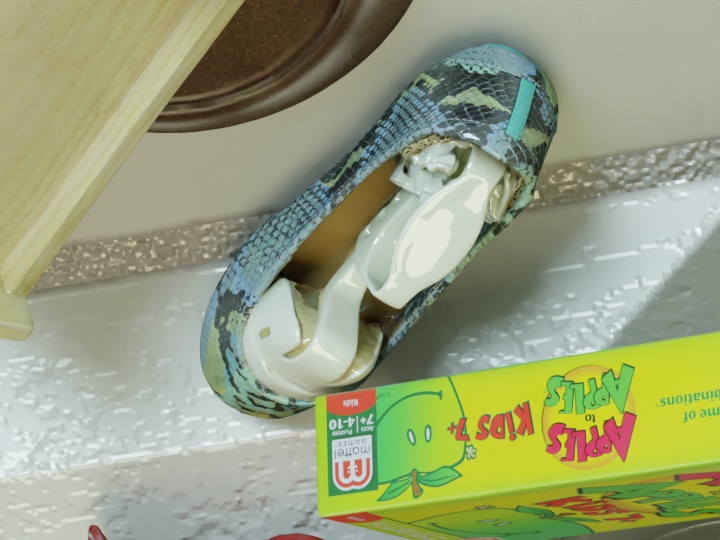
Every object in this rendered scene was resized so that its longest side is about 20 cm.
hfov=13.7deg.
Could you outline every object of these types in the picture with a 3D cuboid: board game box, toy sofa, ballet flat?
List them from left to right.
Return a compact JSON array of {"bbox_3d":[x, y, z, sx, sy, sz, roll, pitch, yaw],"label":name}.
[{"bbox_3d":[-0.112,-0.076,1.011,0.083,0.098,0.200,11,132,-37],"label":"toy sofa"},{"bbox_3d":[0.000,0.000,1.102,0.074,0.074,0.200,26,125,-17],"label":"ballet flat"},{"bbox_3d":[0.094,0.063,1.097,0.200,0.048,0.102,-10,163,31],"label":"board game box"}]

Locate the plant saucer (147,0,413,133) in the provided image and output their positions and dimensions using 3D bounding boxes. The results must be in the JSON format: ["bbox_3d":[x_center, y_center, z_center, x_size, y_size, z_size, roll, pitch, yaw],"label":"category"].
[{"bbox_3d":[-0.072,-0.123,1.033,0.200,0.032,0.201,2,128,2],"label":"plant saucer"}]

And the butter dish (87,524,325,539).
[{"bbox_3d":[0.004,0.185,1.197,0.148,0.200,0.200,-31,125,-7],"label":"butter dish"}]

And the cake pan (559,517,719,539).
[{"bbox_3d":[0.153,0.170,1.156,0.200,0.201,0.037,-2,152,4],"label":"cake pan"}]
